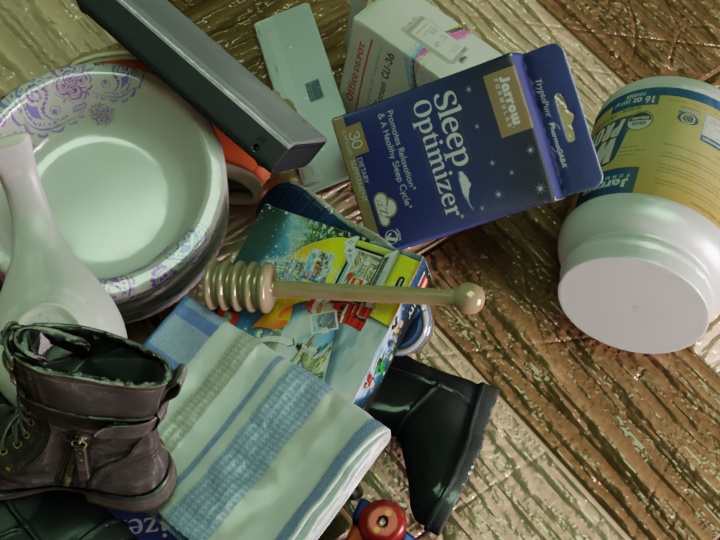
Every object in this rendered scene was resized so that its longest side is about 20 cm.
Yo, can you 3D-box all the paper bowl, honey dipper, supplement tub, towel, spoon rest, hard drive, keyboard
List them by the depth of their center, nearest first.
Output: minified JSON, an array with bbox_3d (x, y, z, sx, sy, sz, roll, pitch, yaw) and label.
[{"bbox_3d":[-0.094,0.117,0.985,0.200,0.024,0.147,32,74,26],"label":"towel"},{"bbox_3d":[-0.012,0.015,1.009,0.199,0.038,0.038,3,54,14],"label":"honey dipper"},{"bbox_3d":[-0.226,0.005,1.017,0.099,0.061,0.201,-14,86,-2],"label":"spoon rest"},{"bbox_3d":[-0.203,-0.052,1.120,0.200,0.104,0.201,1,66,-2],"label":"paper bowl"},{"bbox_3d":[-0.122,-0.155,1.133,0.200,0.140,0.033,41,102,3],"label":"hard drive"},{"bbox_3d":[0.246,-0.047,1.186,0.144,0.145,0.200,20,55,4],"label":"supplement tub"},{"bbox_3d":[-0.048,-0.157,1.279,0.056,0.011,0.200,-18,60,1],"label":"keyboard"}]

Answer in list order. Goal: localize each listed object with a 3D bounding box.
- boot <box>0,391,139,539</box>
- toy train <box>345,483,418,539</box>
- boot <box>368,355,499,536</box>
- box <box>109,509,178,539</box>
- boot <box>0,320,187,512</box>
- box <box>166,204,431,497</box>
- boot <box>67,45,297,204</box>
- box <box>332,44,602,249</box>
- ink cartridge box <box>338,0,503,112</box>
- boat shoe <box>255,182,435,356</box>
[{"bbox_3d":[-0.272,0.192,0.976,0.200,0.076,0.168,-41,62,-18],"label":"boot"},{"bbox_3d":[-0.012,0.216,1.009,0.200,0.085,0.116,36,71,15],"label":"toy train"},{"bbox_3d":[-0.008,0.103,1.070,0.200,0.066,0.165,25,29,3],"label":"boot"},{"bbox_3d":[-0.125,0.203,1.020,0.121,0.032,0.200,-3,58,-12],"label":"box"},{"bbox_3d":[-0.202,0.082,0.899,0.199,0.174,0.069,6,56,2],"label":"boot"},{"bbox_3d":[-0.051,0.061,1.038,0.136,0.038,0.200,19,69,22],"label":"box"},{"bbox_3d":[-0.162,-0.121,1.209,0.199,0.075,0.107,16,60,-1],"label":"boot"},{"bbox_3d":[0.083,-0.096,1.151,0.032,0.200,0.121,-16,88,-65],"label":"box"},{"bbox_3d":[0.050,-0.164,1.248,0.200,0.117,0.067,38,57,16],"label":"ink cartridge box"},{"bbox_3d":[0.000,0.000,1.134,0.072,0.072,0.200,-48,54,8],"label":"boat shoe"}]
